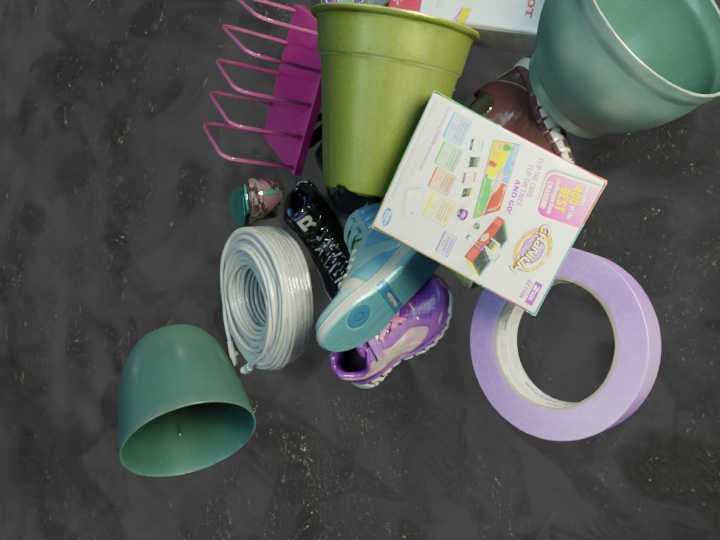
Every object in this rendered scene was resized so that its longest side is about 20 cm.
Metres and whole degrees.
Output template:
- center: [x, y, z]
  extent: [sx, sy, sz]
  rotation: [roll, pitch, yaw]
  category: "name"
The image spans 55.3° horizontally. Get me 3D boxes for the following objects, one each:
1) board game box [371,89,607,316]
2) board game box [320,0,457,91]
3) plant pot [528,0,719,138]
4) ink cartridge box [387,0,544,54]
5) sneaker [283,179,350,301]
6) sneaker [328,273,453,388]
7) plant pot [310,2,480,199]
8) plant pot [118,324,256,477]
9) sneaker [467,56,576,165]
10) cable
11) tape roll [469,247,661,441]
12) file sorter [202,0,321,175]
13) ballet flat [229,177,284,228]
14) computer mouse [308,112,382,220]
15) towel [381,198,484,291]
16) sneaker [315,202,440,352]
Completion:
- center: [0.130, -0.070, 0.717]
  extent: [0.196, 0.040, 0.156]
  rotation: [29, 103, 5]
  category: "board game box"
- center: [0.035, -0.304, 0.917]
  extent: [0.132, 0.034, 0.205]
  rotation: [-21, 72, 13]
  category: "board game box"
- center: [0.255, -0.222, 0.698]
  extent: [0.134, 0.195, 0.206]
  rotation: [-42, 61, 53]
  category: "plant pot"
- center: [0.144, -0.349, 0.813]
  extent: [0.195, 0.085, 0.152]
  rotation: [16, 95, 20]
  category: "ink cartridge box"
- center: [-0.051, -0.032, 0.914]
  extent: [0.072, 0.112, 0.203]
  rotation: [-35, 57, 12]
  category: "sneaker"
- center: [0.033, 0.082, 0.878]
  extent: [0.200, 0.088, 0.082]
  rotation: [-44, 62, 23]
  category: "sneaker"
- center: [0.027, -0.186, 0.796]
  extent: [0.196, 0.198, 0.196]
  rotation: [15, 103, 35]
  category: "plant pot"
- center: [-0.270, 0.183, 1.029]
  extent: [0.200, 0.198, 0.164]
  rotation: [-43, 52, 24]
  category: "plant pot"
- center: [0.179, -0.136, 0.790]
  extent: [0.113, 0.076, 0.205]
  rotation: [-21, 64, 17]
  category: "sneaker"
- center: [-0.135, 0.038, 0.975]
  extent: [0.198, 0.068, 0.206]
  rotation: [-17, 84, 54]
  category: "cable"
- center: [0.221, 0.079, 0.756]
  extent: [0.195, 0.065, 0.207]
  rotation: [-4, 83, 35]
  category: "tape roll"
- center: [-0.134, -0.263, 0.961]
  extent: [0.139, 0.122, 0.204]
  rotation: [50, 129, 47]
  category: "file sorter"
- center: [-0.150, -0.100, 1.023]
  extent: [0.199, 0.069, 0.072]
  rotation: [174, 91, -73]
  category: "ballet flat"
- center: [-0.009, -0.155, 0.956]
  extent: [0.137, 0.052, 0.205]
  rotation: [-31, 59, 26]
  category: "computer mouse"
- center: [0.122, -0.084, 0.860]
  extent: [0.199, 0.036, 0.151]
  rotation: [42, 111, 30]
  category: "towel"
- center: [0.000, 0.000, 0.852]
  extent: [0.199, 0.080, 0.130]
  rotation: [-41, 51, -12]
  category: "sneaker"
